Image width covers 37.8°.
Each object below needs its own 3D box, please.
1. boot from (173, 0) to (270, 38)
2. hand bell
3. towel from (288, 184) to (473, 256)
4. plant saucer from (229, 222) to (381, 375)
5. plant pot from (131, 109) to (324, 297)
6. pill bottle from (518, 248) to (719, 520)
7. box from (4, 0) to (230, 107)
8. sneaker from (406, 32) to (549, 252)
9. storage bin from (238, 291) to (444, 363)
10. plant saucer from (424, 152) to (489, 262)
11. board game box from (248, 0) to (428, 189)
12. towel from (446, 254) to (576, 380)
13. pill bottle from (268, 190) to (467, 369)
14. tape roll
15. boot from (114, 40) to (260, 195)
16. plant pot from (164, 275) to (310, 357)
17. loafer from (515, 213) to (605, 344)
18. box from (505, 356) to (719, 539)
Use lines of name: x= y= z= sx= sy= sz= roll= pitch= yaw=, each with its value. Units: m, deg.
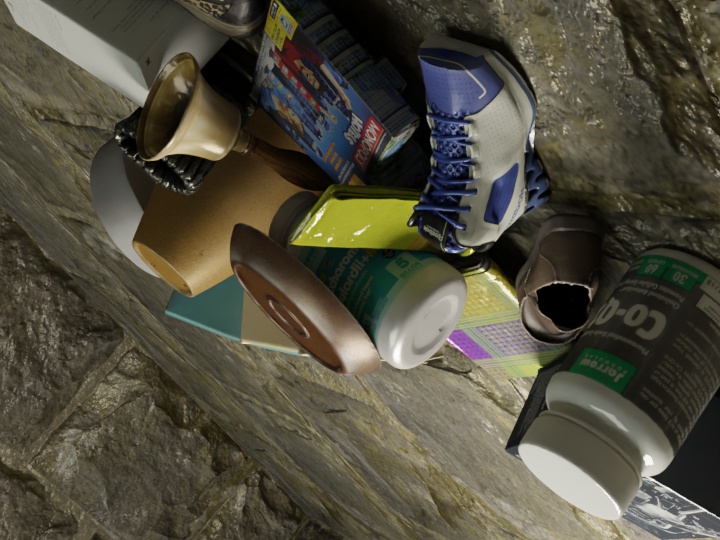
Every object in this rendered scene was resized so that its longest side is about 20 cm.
boot: x=-0.168 y=-0.295 z=0.907 sx=0.199 sy=0.073 sz=0.151 roll=33 pitch=162 yaw=9
hand bell: x=-0.101 y=-0.119 z=1.003 sx=0.199 sy=0.105 sz=0.104 roll=21 pitch=174 yaw=-34
towel: x=0.041 y=-0.040 z=0.929 sx=0.086 sy=0.198 sz=0.018 roll=-49 pitch=50 yaw=44
plant saucer: x=-0.062 y=0.037 z=1.029 sx=0.200 sy=0.032 sz=0.200 roll=40 pitch=165 yaw=13
plant pot: x=-0.164 y=-0.075 z=1.210 sx=0.186 sy=0.200 sz=0.187 roll=36 pitch=161 yaw=14
pill bottle: x=0.220 y=0.090 z=0.842 sx=0.113 sy=0.200 sz=0.113 roll=34 pitch=161 yaw=14
box: x=-0.244 y=-0.267 z=1.035 sx=0.199 sy=0.125 sz=0.098 roll=34 pitch=161 yaw=15
sneaker: x=0.086 y=-0.080 z=0.844 sx=0.080 sy=0.115 sz=0.200 roll=24 pitch=156 yaw=37
storage bin: x=-0.024 y=0.056 z=1.284 sx=0.197 sy=0.095 sz=0.199 roll=6 pitch=177 yaw=-28
plant saucer: x=0.035 y=-0.059 z=1.100 sx=0.199 sy=0.048 sz=0.201 roll=27 pitch=158 yaw=35
board game box: x=-0.005 y=-0.135 z=0.926 sx=0.200 sy=0.062 sz=0.200 roll=49 pitch=163 yaw=2
towel: x=0.136 y=0.052 z=1.100 sx=0.143 sy=0.023 sz=0.200 roll=-15 pitch=135 yaw=46
pill bottle: x=0.000 y=0.000 z=1.037 sx=0.199 sy=0.111 sz=0.111 roll=36 pitch=162 yaw=28
tape roll: x=-0.244 y=-0.092 z=1.331 sx=0.066 sy=0.201 sz=0.200 roll=-29 pitch=116 yaw=29
boot: x=-0.208 y=-0.188 z=1.098 sx=0.210 sy=0.158 sz=0.080 roll=33 pitch=161 yaw=21
plant pot: x=-0.141 y=0.040 z=1.495 sx=0.198 sy=0.143 sz=0.141 roll=22 pitch=178 yaw=14
loafer: x=0.175 y=0.025 z=0.948 sx=0.072 sy=0.072 sz=0.201 roll=6 pitch=153 yaw=9
box: x=0.271 y=0.170 z=1.030 sx=0.199 sy=0.105 sz=0.182 roll=29 pitch=161 yaw=-2
